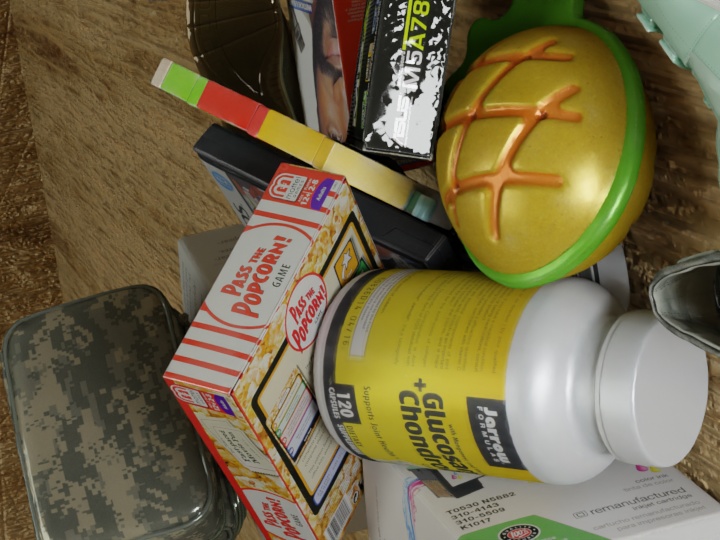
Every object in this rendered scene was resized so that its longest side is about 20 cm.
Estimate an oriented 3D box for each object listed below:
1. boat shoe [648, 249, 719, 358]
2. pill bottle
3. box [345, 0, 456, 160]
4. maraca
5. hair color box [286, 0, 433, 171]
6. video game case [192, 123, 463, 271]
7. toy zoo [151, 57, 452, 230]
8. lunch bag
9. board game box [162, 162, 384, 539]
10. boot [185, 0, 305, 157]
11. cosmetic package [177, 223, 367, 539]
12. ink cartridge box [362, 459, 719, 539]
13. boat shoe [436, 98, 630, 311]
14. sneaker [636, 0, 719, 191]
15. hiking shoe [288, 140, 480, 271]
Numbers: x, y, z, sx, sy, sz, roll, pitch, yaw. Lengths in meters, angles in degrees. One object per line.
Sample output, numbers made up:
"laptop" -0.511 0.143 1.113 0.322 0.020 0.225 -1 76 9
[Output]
"boat shoe" 0.193 0.024 0.813 0.200 0.071 0.072 -178 76 -72
"pill bottle" 0.081 0.057 1.014 0.200 0.112 0.112 3 107 38
"box" 0.028 -0.166 1.073 0.193 0.047 0.200 -128 46 -82
"maraca" 0.095 -0.079 0.997 0.137 0.107 0.200 -39 42 31
"hair color box" -0.007 -0.173 1.324 0.111 0.064 0.200 -149 47 -66
"video game case" 0.000 0.000 1.192 0.200 0.026 0.181 27 160 35
"toy zoo" -0.024 -0.074 1.158 0.200 0.131 0.020 29 94 42
"lunch bag" -0.166 0.124 1.355 0.168 0.139 0.200 72 -179 -69
"board game box" -0.031 0.058 1.090 0.046 0.152 0.200 13 149 26
"boot" -0.075 -0.174 1.430 0.155 0.072 0.200 -73 -29 -65
"cosmetic package" -0.026 0.073 1.384 0.200 0.165 0.165 -124 26 -51
"ink cartridge box" 0.101 0.148 1.068 0.200 0.145 0.084 -139 40 -63
"boat shoe" 0.092 -0.042 1.092 0.074 0.068 0.199 100 152 -52
"sneaker" 0.157 -0.088 0.834 0.200 0.074 0.118 -130 39 -52
"hiking shoe" 0.019 -0.017 1.251 0.200 0.076 0.101 27 139 36
